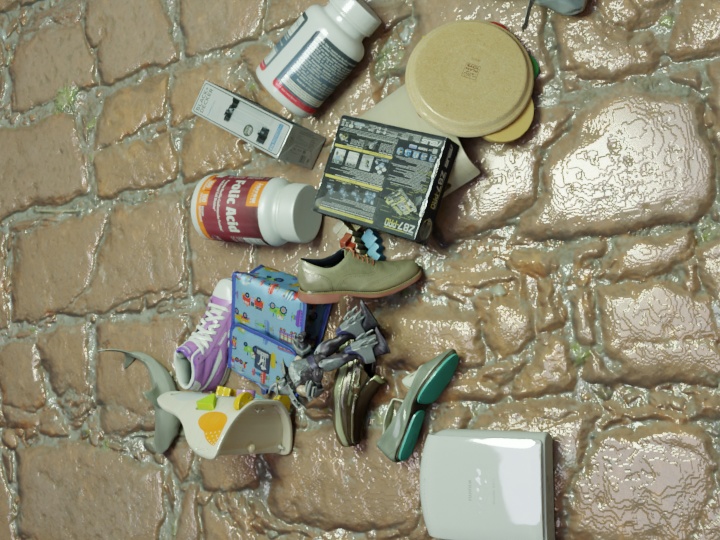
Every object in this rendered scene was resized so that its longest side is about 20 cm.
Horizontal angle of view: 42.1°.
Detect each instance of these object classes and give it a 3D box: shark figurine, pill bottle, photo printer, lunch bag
[{"bbox_3d":[-0.372,0.205,1.658,0.128,0.089,0.215,-37,73,19],"label":"shark figurine"},{"bbox_3d":[-0.172,-0.100,1.559,0.199,0.114,0.115,5,89,28],"label":"pill bottle"},{"bbox_3d":[0.181,0.317,1.370,0.199,0.069,0.167,-2,85,27],"label":"photo printer"},{"bbox_3d":[-0.143,0.111,1.556,0.150,0.094,0.201,19,107,26],"label":"lunch bag"},{"bbox_3d":[-0.064,-0.359,1.520,0.200,0.119,0.120,-45,68,17],"label":"pill bottle"}]

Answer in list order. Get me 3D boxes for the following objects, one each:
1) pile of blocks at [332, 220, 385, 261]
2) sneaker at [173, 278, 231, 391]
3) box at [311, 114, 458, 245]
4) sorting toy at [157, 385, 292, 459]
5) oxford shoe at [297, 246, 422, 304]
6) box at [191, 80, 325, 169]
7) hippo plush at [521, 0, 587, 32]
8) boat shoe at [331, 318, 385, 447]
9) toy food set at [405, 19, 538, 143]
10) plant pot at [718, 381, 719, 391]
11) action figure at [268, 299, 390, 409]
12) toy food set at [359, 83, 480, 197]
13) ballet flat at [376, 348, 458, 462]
[{"bbox_3d":[-0.005,-0.059,1.499,0.082,0.062,0.201,-18,79,25],"label":"pile of blocks"},{"bbox_3d":[-0.258,0.109,1.590,0.072,0.114,0.201,11,90,29],"label":"sneaker"},{"bbox_3d":[0.035,-0.141,1.429,0.199,0.049,0.162,17,88,33],"label":"box"},{"bbox_3d":[-0.230,0.231,1.523,0.179,0.200,0.107,12,88,31],"label":"sorting toy"},{"bbox_3d":[0.000,0.000,1.434,0.070,0.199,0.075,-136,39,-64],"label":"oxford shoe"},{"bbox_3d":[-0.172,-0.244,1.569,0.200,0.117,0.060,30,100,27],"label":"box"},{"bbox_3d":[0.240,-0.439,1.379,0.201,0.159,0.161,-59,33,-5],"label":"hippo plush"},{"bbox_3d":[0.001,0.177,1.474,0.074,0.075,0.203,-1,85,21],"label":"boat shoe"},{"bbox_3d":[0.167,-0.289,1.404,0.199,0.049,0.199,4,75,6],"label":"toy food set"},{"bbox_3d":[0.559,0.132,1.129,0.177,0.199,0.201,34,102,36],"label":"plant pot"},{"bbox_3d":[-0.058,0.134,1.431,0.200,0.069,0.130,-32,45,3],"label":"action figure"},{"bbox_3d":[0.090,-0.202,1.470,0.143,0.060,0.201,-32,65,24],"label":"toy food set"},{"bbox_3d":[0.080,0.198,1.435,0.064,0.067,0.201,32,100,33],"label":"ballet flat"}]
